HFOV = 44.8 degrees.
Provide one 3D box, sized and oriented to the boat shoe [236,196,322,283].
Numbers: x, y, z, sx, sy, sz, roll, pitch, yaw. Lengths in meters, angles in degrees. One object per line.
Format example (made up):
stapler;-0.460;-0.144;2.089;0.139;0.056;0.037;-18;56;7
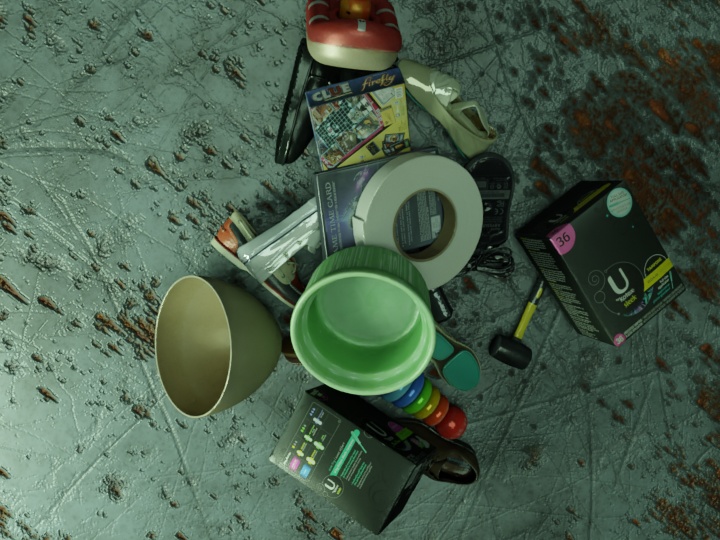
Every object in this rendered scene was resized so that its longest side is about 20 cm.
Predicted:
boat shoe;-0.081;-0.055;1.267;0.199;0.074;0.067;-34;92;1

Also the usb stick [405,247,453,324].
usb stick;0.082;-0.005;1.354;0.055;0.033;0.201;-19;106;34

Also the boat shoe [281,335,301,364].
boat shoe;-0.025;0.114;1.338;0.198;0.071;0.071;-15;124;20

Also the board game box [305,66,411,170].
board game box;0.003;-0.190;1.247;0.134;0.035;0.201;-15;146;-4

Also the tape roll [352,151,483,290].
tape roll;0.085;-0.069;1.262;0.201;0.037;0.205;-9;110;-25

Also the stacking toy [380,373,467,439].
stacking toy;0.093;0.198;1.387;0.199;0.085;0.086;38;96;-19

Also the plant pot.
plant pot;-0.195;0.109;1.289;0.133;0.199;0.203;1;105;-43

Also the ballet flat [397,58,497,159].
ballet flat;0.134;-0.245;1.277;0.070;0.070;0.200;-46;122;4

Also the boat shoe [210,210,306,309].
boat shoe;-0.132;-0.007;1.319;0.199;0.071;0.063;39;93;-8

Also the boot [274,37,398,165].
boot;-0.030;-0.235;1.283;0.161;0.073;0.200;13;102;-15

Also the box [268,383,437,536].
box;-0.009;0.276;1.317;0.199;0.148;0.125;31;98;16

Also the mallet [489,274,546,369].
mallet;0.264;0.057;1.395;0.065;0.041;0.202;16;96;-13

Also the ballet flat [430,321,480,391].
ballet flat;0.131;0.120;1.369;0.067;0.063;0.200;-36;135;6

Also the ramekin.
ramekin;0.007;0.064;1.212;0.197;0.098;0.202;3;121;5

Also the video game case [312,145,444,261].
video game case;0.031;-0.090;1.261;0.198;0.019;0.145;-15;111;-23

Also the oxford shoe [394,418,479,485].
oxford shoe;0.103;0.293;1.401;0.198;0.084;0.073;17;102;-8

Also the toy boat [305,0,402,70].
toy boat;-0.006;-0.358;1.183;0.129;0.201;0.132;4;127;-8

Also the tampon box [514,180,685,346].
tampon box;0.364;-0.015;1.331;0.149;0.126;0.201;-37;103;-9

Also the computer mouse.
computer mouse;0.181;-0.090;1.348;0.137;0.053;0.202;3;113;-7
